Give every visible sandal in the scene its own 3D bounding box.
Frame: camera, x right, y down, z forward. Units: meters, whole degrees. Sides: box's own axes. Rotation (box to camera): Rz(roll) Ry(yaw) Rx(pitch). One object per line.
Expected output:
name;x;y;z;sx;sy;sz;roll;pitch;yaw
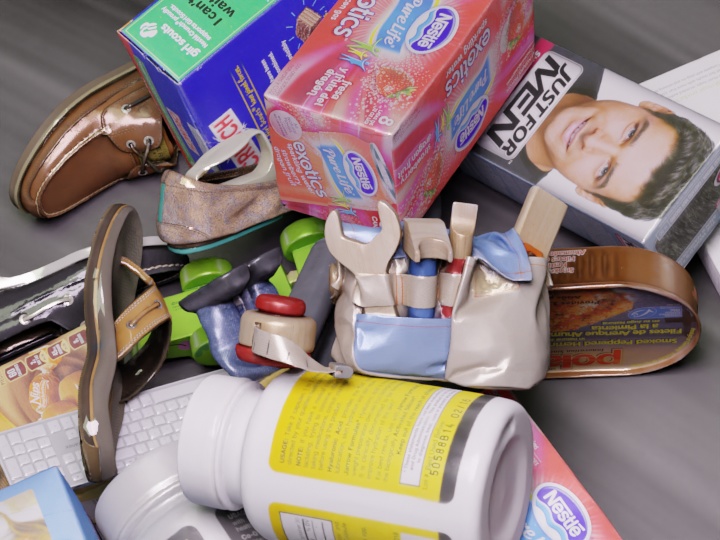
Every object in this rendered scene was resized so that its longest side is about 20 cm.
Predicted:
sandal;-0.151;0.047;1.667;0.055;0.082;0.200;-2;51;4

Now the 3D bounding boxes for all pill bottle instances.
pill bottle;-0.005;0.118;1.542;0.200;0.111;0.111;9;64;20
pill bottle;-0.079;0.209;1.615;0.113;0.113;0.200;-32;62;-8

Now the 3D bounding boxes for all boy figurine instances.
boy figurine;-0.046;0.092;1.660;0.124;0.064;0.200;-23;85;-46

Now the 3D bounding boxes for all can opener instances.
can opener;0.000;0.000;1.656;0.067;0.053;0.200;-15;32;30

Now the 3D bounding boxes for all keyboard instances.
keyboard;-0.141;0.104;1.681;0.200;0.011;0.056;-15;60;-21

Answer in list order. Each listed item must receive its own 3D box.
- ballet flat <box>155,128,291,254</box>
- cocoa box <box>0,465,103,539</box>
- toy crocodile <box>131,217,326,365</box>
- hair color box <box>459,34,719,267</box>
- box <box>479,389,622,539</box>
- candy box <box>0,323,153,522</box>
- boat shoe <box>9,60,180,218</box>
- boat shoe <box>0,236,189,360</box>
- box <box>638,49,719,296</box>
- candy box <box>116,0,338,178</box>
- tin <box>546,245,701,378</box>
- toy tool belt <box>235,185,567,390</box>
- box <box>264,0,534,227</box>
ballet flat;-0.053;-0.068;1.737;0.200;0.067;0.068;-21;20;-37
cocoa box;-0.202;0.251;1.602;0.133;0.131;0.200;-24;61;-4
toy crocodile;-0.064;0.020;1.749;0.200;0.062;0.068;-20;60;4
hair color box;0.157;-0.081;1.727;0.200;0.061;0.099;31;78;38
box;0.110;0.184;1.603;0.095;0.103;0.200;-32;60;-7
candy box;-0.242;0.133;1.716;0.200;0.055;0.115;-27;63;-6
boat shoe;-0.160;-0.103;1.819;0.200;0.072;0.068;-44;63;-14
boat shoe;-0.210;0.026;1.759;0.200;0.074;0.060;-15;74;-9
box;0.283;-0.067;1.744;0.144;0.036;0.200;-23;61;-2
candy box;-0.049;-0.158;1.773;0.200;0.169;0.077;-42;56;-13
tin;0.123;0.029;1.679;0.200;0.112;0.042;-2;52;8
toy tool belt;0.026;0.002;1.557;0.200;0.125;0.123;5;94;-15
box;0.030;-0.127;1.673;0.095;0.103;0.200;19;51;22
